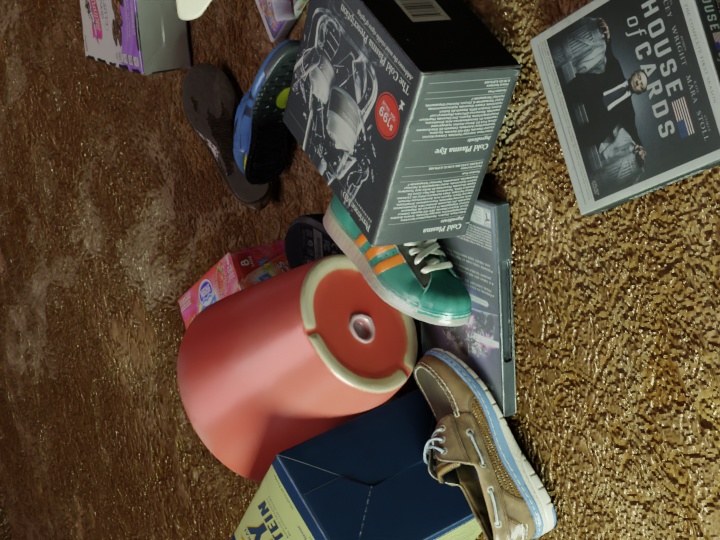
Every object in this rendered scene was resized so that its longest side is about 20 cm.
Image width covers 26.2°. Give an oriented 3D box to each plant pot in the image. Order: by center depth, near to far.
[{"bbox_3d":[-0.051,0.085,1.501,0.177,0.199,0.202,-33,71,42],"label":"plant pot"}]

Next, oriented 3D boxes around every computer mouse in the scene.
[{"bbox_3d":[0.000,0.000,1.584,0.199,0.052,0.140,28,128,43],"label":"computer mouse"}]

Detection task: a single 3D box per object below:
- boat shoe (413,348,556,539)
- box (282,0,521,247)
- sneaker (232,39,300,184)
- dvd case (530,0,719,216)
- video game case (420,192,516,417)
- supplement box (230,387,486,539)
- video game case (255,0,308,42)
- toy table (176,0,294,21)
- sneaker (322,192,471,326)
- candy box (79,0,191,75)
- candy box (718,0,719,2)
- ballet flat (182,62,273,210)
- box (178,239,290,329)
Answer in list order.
[{"bbox_3d":[0.097,0.162,1.407,0.201,0.072,0.072,56,156,23],"label":"boat shoe"},{"bbox_3d":[0.030,-0.156,1.373,0.200,0.103,0.183,55,142,40],"label":"box"},{"bbox_3d":[-0.104,-0.185,1.679,0.079,0.065,0.201,63,150,32],"label":"sneaker"},{"bbox_3d":[0.206,-0.135,1.154,0.200,0.025,0.152,-25,80,63],"label":"dvd case"},{"bbox_3d":[0.096,0.020,1.438,0.143,0.019,0.202,25,124,57],"label":"video game case"},{"bbox_3d":[0.007,0.239,1.493,0.135,0.199,0.200,57,148,20],"label":"supplement box"},{"bbox_3d":[-0.078,-0.350,1.609,0.200,0.018,0.144,-47,60,59],"label":"video game case"},{"bbox_3d":[-0.134,-0.341,1.520,0.184,0.116,0.202,-97,0,-77],"label":"toy table"},{"bbox_3d":[0.037,-0.029,1.432,0.200,0.071,0.080,44,128,35],"label":"sneaker"},{"bbox_3d":[-0.292,-0.345,1.957,0.200,0.071,0.169,23,122,57],"label":"candy box"},{"bbox_3d":[0.279,-0.207,0.945,0.200,0.061,0.137,56,146,36],"label":"candy box"},{"bbox_3d":[-0.153,-0.154,1.802,0.201,0.067,0.046,62,180,22],"label":"ballet flat"},{"bbox_3d":[-0.127,0.040,1.782,0.200,0.099,0.096,-37,69,61],"label":"box"}]
